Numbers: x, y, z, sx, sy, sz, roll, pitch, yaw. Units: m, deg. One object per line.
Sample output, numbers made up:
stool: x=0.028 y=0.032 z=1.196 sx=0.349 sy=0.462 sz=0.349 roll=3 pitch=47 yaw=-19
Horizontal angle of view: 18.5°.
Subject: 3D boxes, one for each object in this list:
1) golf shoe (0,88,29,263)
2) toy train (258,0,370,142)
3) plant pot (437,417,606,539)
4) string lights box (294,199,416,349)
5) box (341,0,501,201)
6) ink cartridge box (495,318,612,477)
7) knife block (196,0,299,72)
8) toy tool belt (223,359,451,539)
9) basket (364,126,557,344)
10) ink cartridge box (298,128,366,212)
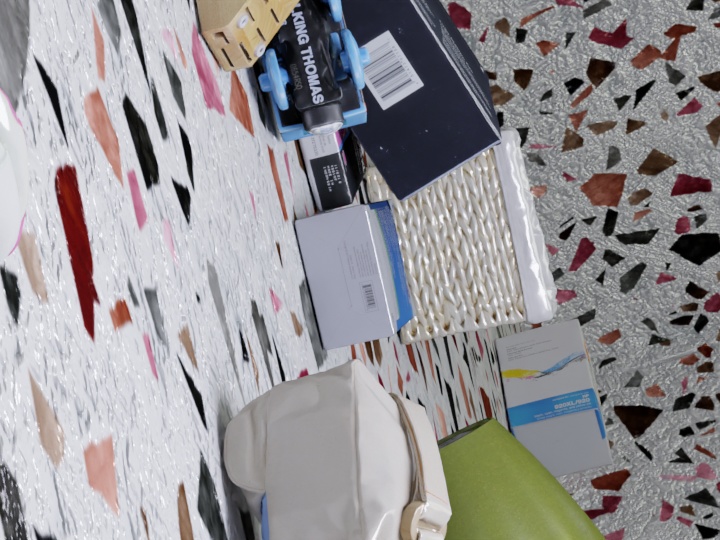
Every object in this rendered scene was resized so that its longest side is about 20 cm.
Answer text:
golf shoe: x=-0.151 y=-0.038 z=0.609 sx=0.200 sy=0.075 sz=0.092 roll=62 pitch=31 yaw=-57
toy train: x=-0.049 y=-0.194 z=1.647 sx=0.114 sy=0.086 sz=0.201 roll=101 pitch=-26 yaw=-84
plant pot: x=0.118 y=0.237 z=1.906 sx=0.201 sy=0.187 sz=0.187 roll=62 pitch=7 yaw=1
string lights box: x=0.000 y=0.000 z=1.754 sx=0.200 sy=0.059 sz=0.103 roll=-23 pitch=100 yaw=-83
box: x=0.021 y=-0.188 z=1.847 sx=0.200 sy=0.104 sz=0.182 roll=56 pitch=12 yaw=-17
ink cartridge box: x=0.309 y=0.208 z=3.538 sx=0.201 sy=0.144 sz=0.148 roll=-97 pitch=170 yaw=-45
knife block: x=-0.097 y=-0.260 z=1.507 sx=0.200 sy=0.175 sz=0.064 roll=-55 pitch=158 yaw=-10
toy tool belt: x=0.000 y=0.159 z=1.201 sx=0.123 sy=0.124 sz=0.201 roll=54 pitch=24 yaw=-52
basket: x=0.107 y=-0.033 z=2.270 sx=0.198 sy=0.160 sz=0.201 roll=-28 pitch=104 yaw=-83
ink cartridge box: x=-0.025 y=-0.116 z=1.880 sx=0.200 sy=0.037 sz=0.095 roll=-80 pitch=156 yaw=-78
